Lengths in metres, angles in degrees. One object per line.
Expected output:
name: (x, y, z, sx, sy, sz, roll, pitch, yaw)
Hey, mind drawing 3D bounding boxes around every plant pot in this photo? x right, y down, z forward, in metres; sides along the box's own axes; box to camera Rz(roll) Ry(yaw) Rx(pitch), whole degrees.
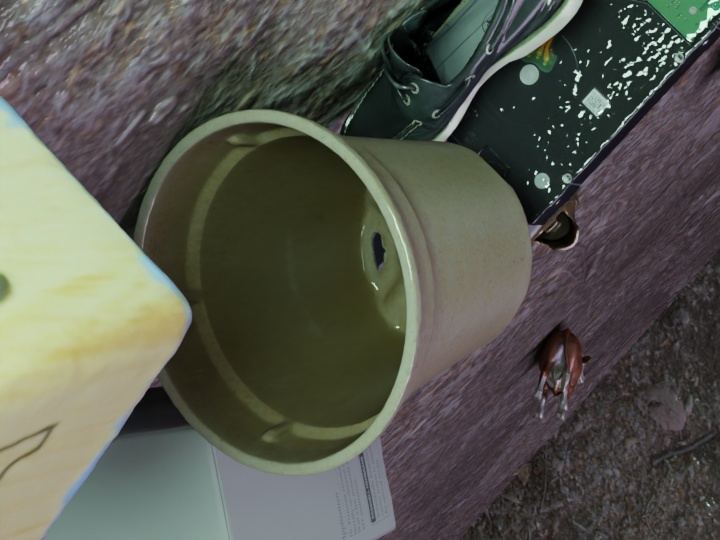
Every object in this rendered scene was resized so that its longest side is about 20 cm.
plant pot: (0.000, 0.000, 1.042, 0.183, 0.201, 0.201, -14, 148, -53)

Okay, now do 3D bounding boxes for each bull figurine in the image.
bull figurine: (0.287, 0.150, 2.563, 0.200, 0.064, 0.123, 61, 43, -68)

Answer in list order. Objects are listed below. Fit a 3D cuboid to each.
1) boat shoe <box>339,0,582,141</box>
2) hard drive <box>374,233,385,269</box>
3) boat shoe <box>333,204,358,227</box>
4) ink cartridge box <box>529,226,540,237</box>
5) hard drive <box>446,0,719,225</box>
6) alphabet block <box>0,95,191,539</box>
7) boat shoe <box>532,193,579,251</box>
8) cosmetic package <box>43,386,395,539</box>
boat shoe: (0.047, -0.134, 1.101, 0.199, 0.075, 0.066, -35, 145, 29)
hard drive: (-0.021, 0.010, 1.300, 0.200, 0.033, 0.140, -49, -173, 19)
boat shoe: (-0.058, 0.002, 1.213, 0.067, 0.057, 0.201, -31, 161, -40)
ink cartridge box: (0.098, -0.052, 1.383, 0.200, 0.084, 0.145, -51, 179, 27)
hard drive: (0.134, -0.148, 1.149, 0.200, 0.140, 0.038, -49, 166, 16)
alphabet block: (-0.215, 0.036, 0.600, 0.200, 0.195, 0.197, -25, 155, -55)
boat shoe: (0.174, -0.048, 1.679, 0.072, 0.076, 0.200, -48, 166, 19)
cosmetic package: (-0.115, 0.145, 1.158, 0.198, 0.124, 0.199, -9, -177, 30)
